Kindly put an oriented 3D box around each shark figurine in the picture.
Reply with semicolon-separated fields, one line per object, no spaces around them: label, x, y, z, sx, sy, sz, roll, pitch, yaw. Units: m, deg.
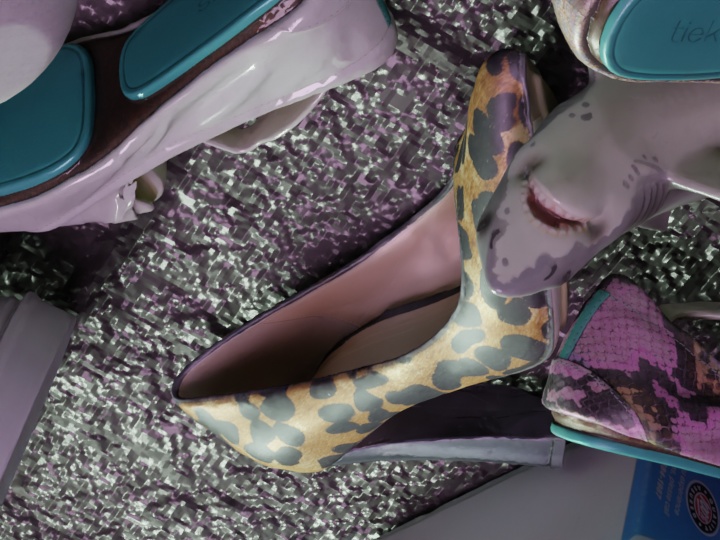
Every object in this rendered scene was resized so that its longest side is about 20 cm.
shark figurine;0.130;-0.028;0.965;0.214;0.128;0.090;4;145;-15

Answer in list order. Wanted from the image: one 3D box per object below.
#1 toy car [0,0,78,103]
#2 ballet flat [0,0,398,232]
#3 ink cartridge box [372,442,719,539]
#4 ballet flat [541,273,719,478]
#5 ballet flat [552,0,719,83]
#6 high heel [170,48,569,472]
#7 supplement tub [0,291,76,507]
toy car;-0.158;-0.143;0.840;0.175;0.150;0.200;56;139;25
ballet flat;-0.071;-0.051;1.006;0.200;0.069;0.069;-26;117;29
ink cartridge box;0.103;0.185;1.082;0.146;0.147;0.200;-29;116;31
ballet flat;0.153;0.052;1.012;0.200;0.069;0.071;23;90;-26
ballet flat;0.136;-0.087;0.902;0.200;0.067;0.068;8;124;-36
high heel;0.000;0.000;1.011;0.143;0.071;0.200;3;137;5
supplement tub;-0.215;0.034;1.052;0.200;0.145;0.145;23;129;-3
